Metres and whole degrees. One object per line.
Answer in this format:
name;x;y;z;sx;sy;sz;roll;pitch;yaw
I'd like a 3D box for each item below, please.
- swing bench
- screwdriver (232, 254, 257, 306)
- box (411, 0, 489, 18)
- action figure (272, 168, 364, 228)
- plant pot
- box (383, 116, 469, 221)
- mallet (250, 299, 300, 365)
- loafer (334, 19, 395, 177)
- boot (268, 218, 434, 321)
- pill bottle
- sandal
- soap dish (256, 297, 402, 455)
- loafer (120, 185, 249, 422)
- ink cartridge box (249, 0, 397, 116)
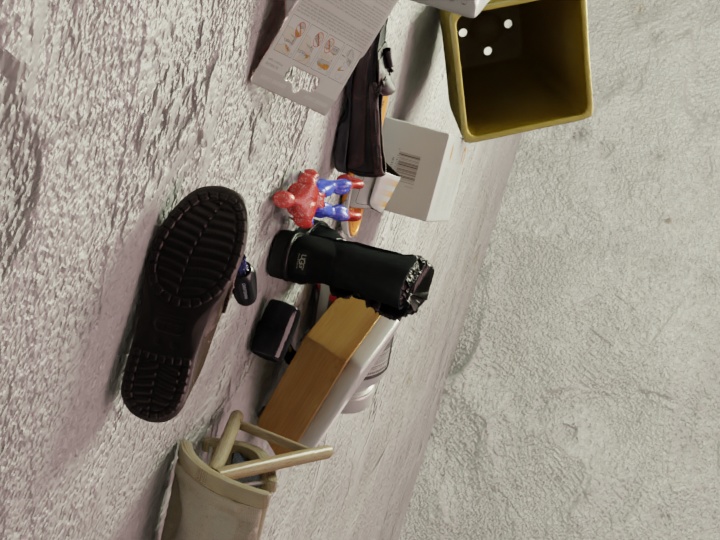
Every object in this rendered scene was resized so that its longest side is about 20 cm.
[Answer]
swing bench;-0.135;0.272;1.381;0.200;0.129;0.200;-20;126;-70
screwdriver;-0.113;-0.020;1.293;0.200;0.029;0.028;96;14;-62
box;0.113;-0.426;1.587;0.200;0.130;0.200;-55;158;-58
action figure;-0.049;-0.078;1.498;0.200;0.051;0.066;-9;110;-73
plant pot;0.205;-0.324;1.978;0.200;0.195;0.195;-116;-164;-62
box;0.081;-0.140;1.925;0.200;0.097;0.125;-9;114;-77
mallet;-0.086;0.075;1.577;0.200;0.041;0.066;50;61;-82
loafer;0.017;-0.204;1.603;0.072;0.063;0.201;-53;157;-62
boot;0.000;0.000;1.540;0.200;0.167;0.077;-14;119;-78
pill bottle;-0.012;0.081;1.749;0.111;0.110;0.201;-57;160;-57
sandal;0.023;-0.136;1.743;0.079;0.059;0.208;-34;139;-73
soap dish;-0.037;0.115;1.606;0.157;0.081;0.200;-51;173;-49
loafer;-0.147;0.025;1.134;0.071;0.073;0.201;96;15;-87
ink cartridge box;-0.029;-0.256;1.292;0.200;0.050;0.161;-56;155;10
